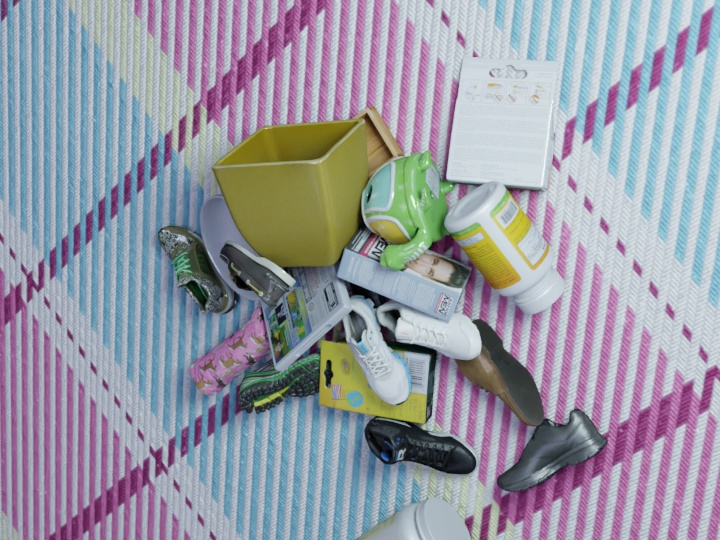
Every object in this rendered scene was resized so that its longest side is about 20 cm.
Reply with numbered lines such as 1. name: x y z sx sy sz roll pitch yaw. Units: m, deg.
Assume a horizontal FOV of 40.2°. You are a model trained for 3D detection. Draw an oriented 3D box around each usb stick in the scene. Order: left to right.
1. usb stick: 0.000 0.000 1.705 0.055 0.033 0.200 -16 95 32

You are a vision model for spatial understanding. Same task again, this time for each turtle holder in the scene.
1. turtle holder: 0.077 -0.092 1.586 0.131 0.141 0.186 -13 83 26

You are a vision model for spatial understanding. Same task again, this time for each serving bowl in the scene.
1. serving bowl: -0.198 -0.050 1.736 0.200 0.066 0.200 32 136 36

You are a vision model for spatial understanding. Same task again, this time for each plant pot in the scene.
1. plant pot: -0.094 -0.117 1.602 0.194 0.196 0.200 0 118 23

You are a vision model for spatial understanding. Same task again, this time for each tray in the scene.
1. tray: -0.032 -0.182 1.677 0.200 0.037 0.099 -33 87 25

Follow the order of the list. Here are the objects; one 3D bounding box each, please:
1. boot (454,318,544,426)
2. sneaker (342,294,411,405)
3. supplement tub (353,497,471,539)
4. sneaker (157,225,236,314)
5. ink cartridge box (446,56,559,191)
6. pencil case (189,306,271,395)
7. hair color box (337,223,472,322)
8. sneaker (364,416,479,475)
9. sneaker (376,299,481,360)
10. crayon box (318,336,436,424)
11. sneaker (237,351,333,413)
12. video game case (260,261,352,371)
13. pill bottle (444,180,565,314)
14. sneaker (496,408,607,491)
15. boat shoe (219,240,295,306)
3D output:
1. boot: 0.228 0.180 1.634 0.075 0.074 0.200 -45 75 38
2. sneaker: 0.015 0.137 1.640 0.075 0.087 0.200 -31 84 14
3. supplement tub: 0.081 0.498 1.716 0.200 0.145 0.145 -39 85 25
4. sneaker: -0.312 0.000 1.807 0.077 0.089 0.200 -43 83 25
5. ink cartridge box: 0.228 -0.232 1.562 0.162 0.050 0.201 8 87 22
6. pencil case: -0.228 0.151 1.804 0.200 0.086 0.083 -39 62 25
7. hair color box: 0.073 0.002 1.614 0.200 0.099 0.061 22 123 7
8. sneaker: 0.097 0.314 1.687 0.200 0.112 0.073 22 110 18
9. sneaker: 0.106 0.102 1.617 0.200 0.099 0.078 22 115 40
10. crayon box: 0.029 0.186 1.717 0.200 0.051 0.127 8 104 17
11. sneaker: -0.132 0.183 1.777 0.200 0.085 0.078 -19 129 10
12. video game case: -0.100 0.046 1.696 0.182 0.022 0.200 -42 43 25
13. pill bottle: 0.231 -0.031 1.539 0.111 0.111 0.200 -32 107 25
14. sneaker: 0.306 0.297 1.626 0.200 0.076 0.091 -34 77 19
15. boat shoe: -0.183 0.004 1.613 0.061 0.072 0.201 -55 37 -8
